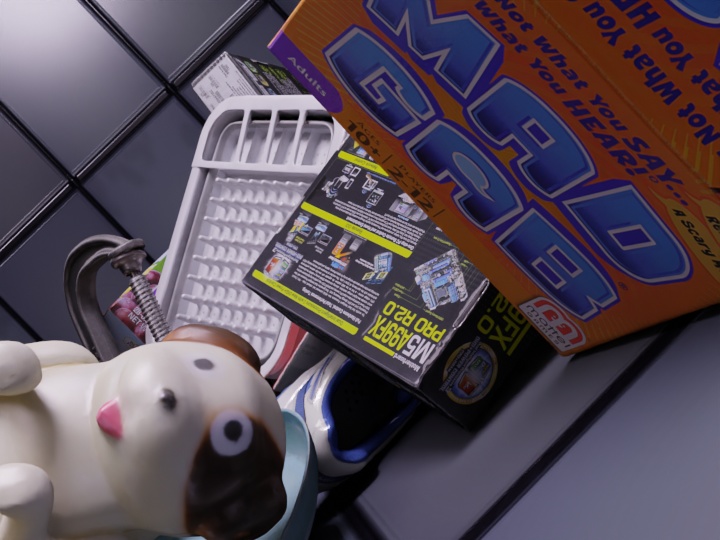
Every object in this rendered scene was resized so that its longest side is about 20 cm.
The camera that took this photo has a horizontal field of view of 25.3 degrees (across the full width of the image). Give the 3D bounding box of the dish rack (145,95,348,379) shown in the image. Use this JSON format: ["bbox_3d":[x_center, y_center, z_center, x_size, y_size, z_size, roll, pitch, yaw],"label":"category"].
[{"bbox_3d":[-0.070,-0.021,1.116,0.171,0.043,0.201,7,78,50],"label":"dish rack"}]

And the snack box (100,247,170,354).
[{"bbox_3d":[-0.086,0.040,1.243,0.200,0.169,0.068,-49,4,-40],"label":"snack box"}]

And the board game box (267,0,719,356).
[{"bbox_3d":[0.117,-0.116,0.669,0.200,0.200,0.200,-46,4,-19],"label":"board game box"}]

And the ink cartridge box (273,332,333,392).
[{"bbox_3d":[0.000,0.000,1.059,0.174,0.043,0.200,-57,-15,1],"label":"ink cartridge box"}]

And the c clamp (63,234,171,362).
[{"bbox_3d":[-0.142,0.056,1.108,0.027,0.201,0.171,-21,-14,-36],"label":"c clamp"}]

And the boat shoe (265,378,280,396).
[{"bbox_3d":[-0.052,0.071,1.136,0.074,0.060,0.200,-11,34,29],"label":"boat shoe"}]

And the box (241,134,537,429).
[{"bbox_3d":[0.037,-0.022,0.853,0.161,0.044,0.200,-55,32,-6],"label":"box"}]

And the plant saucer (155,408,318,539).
[{"bbox_3d":[-0.087,0.160,0.835,0.200,0.027,0.200,-42,20,19],"label":"plant saucer"}]

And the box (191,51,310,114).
[{"bbox_3d":[-0.024,-0.078,1.271,0.047,0.200,0.193,-41,-13,14],"label":"box"}]

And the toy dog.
[{"bbox_3d":[-0.129,0.107,0.785,0.199,0.194,0.140,-26,50,22],"label":"toy dog"}]

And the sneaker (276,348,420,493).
[{"bbox_3d":[0.021,0.050,0.929,0.088,0.075,0.200,-22,30,57],"label":"sneaker"}]
